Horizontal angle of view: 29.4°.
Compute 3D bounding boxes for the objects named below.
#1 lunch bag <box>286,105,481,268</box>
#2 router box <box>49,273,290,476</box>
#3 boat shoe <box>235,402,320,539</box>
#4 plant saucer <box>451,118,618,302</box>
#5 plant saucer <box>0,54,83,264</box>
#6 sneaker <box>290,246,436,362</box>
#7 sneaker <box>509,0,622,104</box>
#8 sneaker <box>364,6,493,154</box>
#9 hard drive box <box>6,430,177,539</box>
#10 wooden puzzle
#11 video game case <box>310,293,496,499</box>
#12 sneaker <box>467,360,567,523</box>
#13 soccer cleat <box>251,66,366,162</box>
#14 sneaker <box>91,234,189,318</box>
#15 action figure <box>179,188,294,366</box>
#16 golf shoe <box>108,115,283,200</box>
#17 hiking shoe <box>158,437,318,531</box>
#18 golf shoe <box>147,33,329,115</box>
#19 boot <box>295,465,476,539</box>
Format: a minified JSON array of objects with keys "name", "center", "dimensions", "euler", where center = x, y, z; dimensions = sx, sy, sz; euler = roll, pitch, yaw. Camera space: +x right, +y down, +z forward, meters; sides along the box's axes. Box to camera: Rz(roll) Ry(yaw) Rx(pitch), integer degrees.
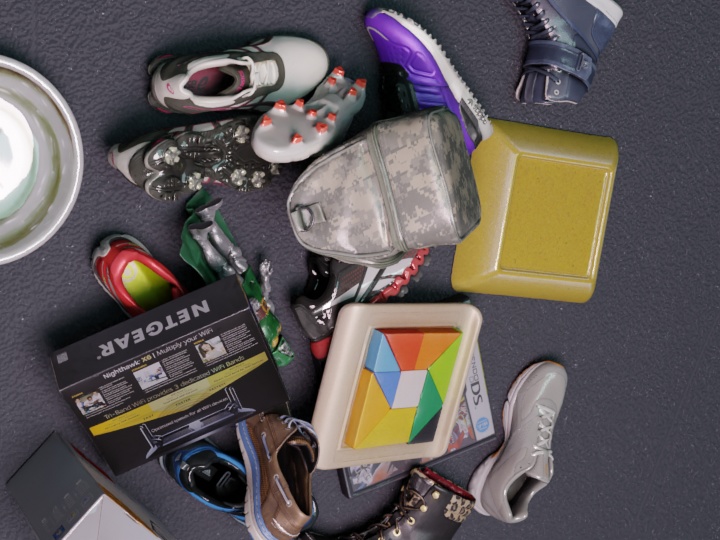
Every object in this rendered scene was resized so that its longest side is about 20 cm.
[{"name":"lunch bag","center":[0.023,-0.081,1.380],"dimensions":[0.166,0.200,0.141],"euler":[-12,97,14]},{"name":"router box","center":[-0.185,0.106,1.362],"dimensions":[0.199,0.052,0.158],"euler":[-23,138,-5]},{"name":"boat shoe","center":[-0.078,0.189,1.422],"dimensions":[0.072,0.201,0.072],"euler":[-32,138,27]},{"name":"plant saucer","center":[0.214,-0.063,1.587],"dimensions":[0.198,0.048,0.202],"euler":[5,98,-28]},{"name":"plant saucer","center":[-0.363,-0.105,1.294],"dimensions":[0.198,0.050,0.202],"euler":[-5,103,-24]},{"name":"sneaker","center":[0.000,0.000,1.482],"dimensions":[0.201,0.071,0.098],"euler":[-47,108,-17]},{"name":"sneaker","center":[0.192,-0.266,1.517],"dimensions":[0.201,0.077,0.147],"euler":[26,86,-29]},{"name":"sneaker","center":[0.056,-0.186,1.472],"dimensions":[0.100,0.069,0.200],"euler":[-45,115,-8]},{"name":"hard drive box","center":[-0.248,0.258,1.341],"dimensions":[0.077,0.200,0.156],"euler":[-49,117,-10]},{"name":"wooden puzzle","center":[0.042,0.126,1.486],"dimensions":[0.199,0.037,0.187],"euler":[3,107,-41]},{"name":"video game case","center":[0.053,0.142,1.563],"dimensions":[0.199,0.025,0.182],"euler":[-19,108,-22]},{"name":"sneaker","center":[0.205,0.207,1.613],"dimensions":[0.075,0.092,0.201],"euler":[23,90,-28]},{"name":"soccer cleat","center":[-0.051,-0.139,1.378],"dimensions":[0.200,0.069,0.078],"euler":[-45,162,-54]},{"name":"sneaker","center":[-0.194,0.047,1.389],"dimensions":[0.200,0.085,0.077],"euler":[44,81,-26]},{"name":"action figure","center":[-0.121,0.022,1.422],"dimensions":[0.054,0.119,0.201],"euler":[-14,124,21]},{"name":"golf shoe","center":[-0.157,-0.121,1.371],"dimensions":[0.199,0.088,0.078],"euler":[-11,113,-49]},{"name":"hiking shoe","center":[-0.124,0.240,1.459],"dimensions":[0.199,0.087,0.075],"euler":[28,95,-27]},{"name":"golf shoe","center":[-0.113,-0.191,1.380],"dimensions":[0.198,0.088,0.078],"euler":[-15,105,-24]},{"name":"boot","center":[0.032,0.289,1.542],"dimensions":[0.199,0.073,0.151],"euler":[29,96,-34]}]
